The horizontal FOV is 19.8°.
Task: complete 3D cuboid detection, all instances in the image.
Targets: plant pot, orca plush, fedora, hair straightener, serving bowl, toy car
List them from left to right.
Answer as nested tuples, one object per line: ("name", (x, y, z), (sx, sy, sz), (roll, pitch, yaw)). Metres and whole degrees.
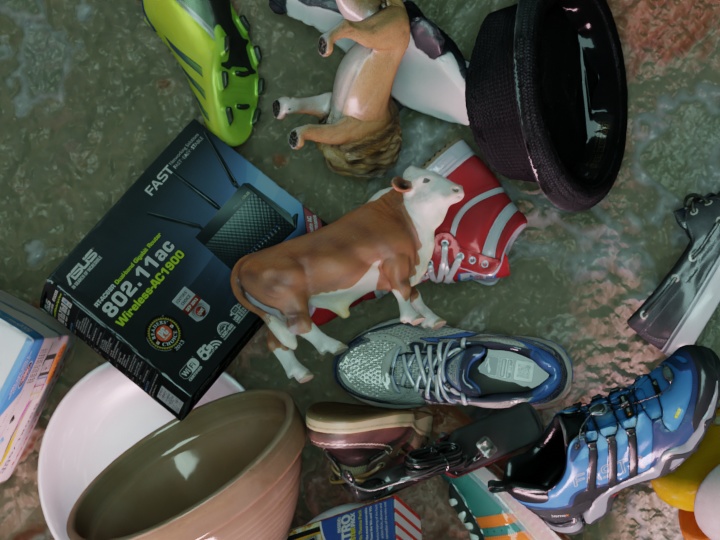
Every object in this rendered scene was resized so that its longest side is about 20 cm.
("serving bowl", (-0.163, 0.166, 1.710), (0.198, 0.066, 0.202), (0, 90, 5))
("plant pot", (-0.119, 0.184, 1.589), (0.200, 0.201, 0.093), (-27, 108, 3))
("orca plush", (0.021, -0.195, 1.718), (0.198, 0.071, 0.106), (20, 135, 10))
("hair straightener", (0.068, 0.137, 1.599), (0.199, 0.077, 0.041), (-11, 75, -39))
("fedora", (0.140, -0.145, 1.666), (0.091, 0.200, 0.203), (-5, 88, 34))
("toy car", (0.334, 0.153, 1.642), (0.199, 0.175, 0.151), (-27, 122, 3))

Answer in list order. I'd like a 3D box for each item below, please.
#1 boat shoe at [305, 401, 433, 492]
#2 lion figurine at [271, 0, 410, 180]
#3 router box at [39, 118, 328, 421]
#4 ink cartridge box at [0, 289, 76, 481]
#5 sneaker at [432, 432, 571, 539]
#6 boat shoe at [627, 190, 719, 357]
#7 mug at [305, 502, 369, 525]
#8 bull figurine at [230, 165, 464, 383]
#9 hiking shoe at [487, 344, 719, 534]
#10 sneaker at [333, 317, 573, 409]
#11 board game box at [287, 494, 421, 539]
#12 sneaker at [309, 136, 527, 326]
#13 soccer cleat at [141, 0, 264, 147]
("boat shoe", (0.008, 0.143, 1.631), (0.071, 0.200, 0.073), (5, 86, 17))
("lion figurine", (0.001, -0.157, 1.651), (0.073, 0.122, 0.201), (55, 135, 40))
("router box", (-0.140, -0.003, 1.672), (0.149, 0.062, 0.200), (37, 63, 5))
("ink cartridge box", (-0.334, 0.083, 1.658), (0.144, 0.200, 0.148), (27, 91, 2))
("sneaker", (0.117, 0.223, 1.686), (0.080, 0.071, 0.200), (-45, 83, 5))
("boat shoe", (0.281, -0.027, 1.684), (0.066, 0.070, 0.201), (28, 99, 3))
("mug", (0.015, 0.283, 1.646), (0.175, 0.148, 0.201), (-32, 79, 12))
("bull figurine", (0.000, 0.000, 1.625), (0.198, 0.065, 0.122), (-23, 73, -4))
("hiking shoe", (0.195, 0.128, 1.597), (0.086, 0.075, 0.200), (26, 117, -37))
("sneaker", (0.075, 0.077, 1.685), (0.198, 0.085, 0.078), (-1, 89, 5))
("board game box", (-0.046, 0.273, 1.577), (0.199, 0.046, 0.153), (-20, 51, 23))
("sneaker", (0.048, -0.002, 1.695), (0.200, 0.071, 0.113), (-44, 83, 0))
("soccer cleat", (-0.139, -0.198, 1.728), (0.083, 0.065, 0.202), (-15, 92, 33))
